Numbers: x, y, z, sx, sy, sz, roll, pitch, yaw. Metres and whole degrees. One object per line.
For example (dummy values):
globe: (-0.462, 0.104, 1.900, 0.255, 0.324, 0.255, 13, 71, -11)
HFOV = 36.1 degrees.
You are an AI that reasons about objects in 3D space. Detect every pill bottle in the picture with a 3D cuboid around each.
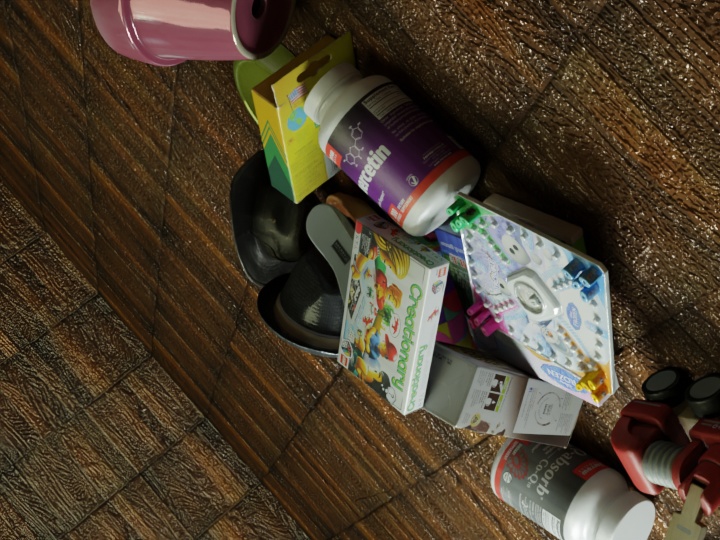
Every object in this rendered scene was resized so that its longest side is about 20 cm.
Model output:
pill bottle: (0.031, -0.140, 1.244, 0.200, 0.112, 0.112, 44, 157, 12)
pill bottle: (0.279, 0.295, 1.457, 0.200, 0.116, 0.116, 28, 149, 43)

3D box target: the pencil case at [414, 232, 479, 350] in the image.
pencil case: (0.093, 0.046, 1.391, 0.088, 0.088, 0.200, 22, 139, 50)

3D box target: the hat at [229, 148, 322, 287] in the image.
hat: (-0.098, -0.072, 1.548, 0.081, 0.201, 0.201, 6, 134, 36)

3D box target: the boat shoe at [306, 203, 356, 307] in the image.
boat shoe: (0.000, 0.000, 1.401, 0.066, 0.070, 0.200, 14, -145, -55)

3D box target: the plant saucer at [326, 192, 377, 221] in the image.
plant saucer: (0.017, -0.021, 1.511, 0.200, 0.037, 0.200, 56, 166, 22)

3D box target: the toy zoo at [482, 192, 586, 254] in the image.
toy zoo: (0.213, 0.011, 1.261, 0.131, 0.020, 0.200, 28, 149, 44)

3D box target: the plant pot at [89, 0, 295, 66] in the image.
plant pot: (-0.182, -0.327, 1.290, 0.179, 0.200, 0.200, 19, 146, 25)

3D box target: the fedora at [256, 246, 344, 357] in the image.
fedora: (-0.043, 0.028, 1.475, 0.200, 0.200, 0.092, 35, 123, 34)

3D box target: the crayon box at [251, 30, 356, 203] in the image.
crayon box: (-0.060, -0.191, 1.329, 0.051, 0.127, 0.200, 38, 154, 29)

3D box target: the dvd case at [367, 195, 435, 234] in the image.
dvd case: (0.087, -0.039, 1.425, 0.200, 0.022, 0.146, 32, 152, 37)

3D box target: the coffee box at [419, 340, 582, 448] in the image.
coffee box: (0.163, 0.150, 1.350, 0.200, 0.080, 0.113, 16, -174, -38)

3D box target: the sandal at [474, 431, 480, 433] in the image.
sandal: (0.139, 0.177, 1.600, 0.200, 0.082, 0.055, 23, 164, 51)

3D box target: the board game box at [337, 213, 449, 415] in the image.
board game box: (0.035, 0.051, 1.275, 0.126, 0.035, 0.200, 35, 129, 39)

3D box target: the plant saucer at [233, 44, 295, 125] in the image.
plant saucer: (-0.110, -0.228, 1.497, 0.200, 0.031, 0.200, 42, 157, 22)

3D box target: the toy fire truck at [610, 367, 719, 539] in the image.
toy fire truck: (0.325, 0.215, 1.124, 0.129, 0.200, 0.176, 58, 157, -18)

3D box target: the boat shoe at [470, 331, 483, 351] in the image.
boat shoe: (0.155, 0.124, 1.491, 0.200, 0.065, 0.072, 54, 159, -7)

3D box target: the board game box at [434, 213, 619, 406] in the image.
board game box: (0.189, 0.041, 1.268, 0.200, 0.041, 0.200, 25, 147, 47)

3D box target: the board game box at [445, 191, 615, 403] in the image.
board game box: (0.180, 0.031, 1.181, 0.200, 0.026, 0.200, 31, 151, 38)
